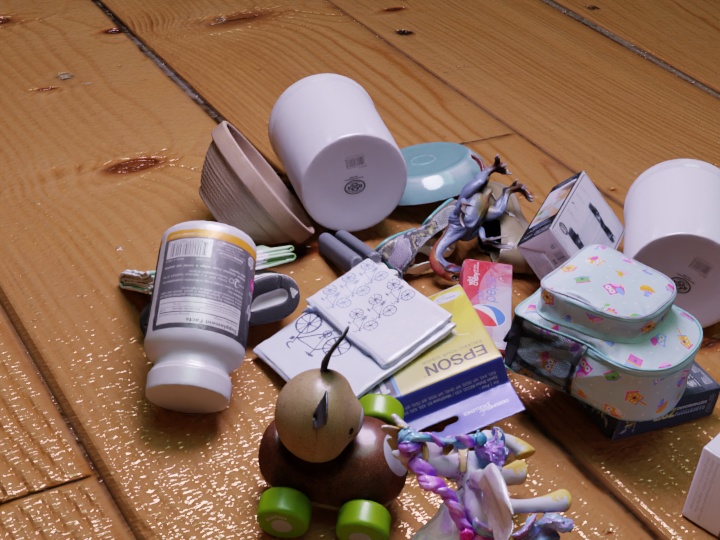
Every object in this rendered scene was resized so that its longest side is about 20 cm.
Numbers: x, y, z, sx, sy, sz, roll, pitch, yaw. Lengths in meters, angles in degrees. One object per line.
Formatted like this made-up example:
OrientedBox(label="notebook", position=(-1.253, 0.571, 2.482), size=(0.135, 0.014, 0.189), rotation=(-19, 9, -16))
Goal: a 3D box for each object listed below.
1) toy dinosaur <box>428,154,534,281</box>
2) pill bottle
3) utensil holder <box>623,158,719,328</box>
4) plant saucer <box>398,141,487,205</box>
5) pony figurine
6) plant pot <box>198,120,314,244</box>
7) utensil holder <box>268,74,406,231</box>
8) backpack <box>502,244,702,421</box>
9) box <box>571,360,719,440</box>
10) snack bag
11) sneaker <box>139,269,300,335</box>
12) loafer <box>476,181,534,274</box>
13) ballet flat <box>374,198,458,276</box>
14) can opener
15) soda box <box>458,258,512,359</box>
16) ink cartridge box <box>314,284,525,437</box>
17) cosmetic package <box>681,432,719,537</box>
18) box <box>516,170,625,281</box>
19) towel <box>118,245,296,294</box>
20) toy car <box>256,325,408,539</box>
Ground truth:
OrientedBox(label="toy dinosaur", position=(0.158, -0.066, 1.621), size=(0.181, 0.105, 0.200), rotation=(-43, 16, -4))
OrientedBox(label="pill bottle", position=(-0.185, 0.054, 1.313), size=(0.116, 0.116, 0.201), rotation=(6, 64, -3))
OrientedBox(label="utensil holder", position=(0.449, -0.035, 1.601), size=(0.169, 0.170, 0.200), rotation=(13, 36, 8))
OrientedBox(label="plant saucer", position=(0.099, -0.158, 1.783), size=(0.199, 0.036, 0.200), rotation=(-10, 24, 4))
OrientedBox(label="pony figurine", position=(0.117, 0.233, 1.132), size=(0.200, 0.167, 0.193), rotation=(17, 39, -32))
OrientedBox(label="plant pot", position=(-0.161, -0.104, 1.610), size=(0.093, 0.201, 0.201), rotation=(-38, 38, 6))
OrientedBox(label="utensil holder", position=(-0.034, -0.172, 1.693), size=(0.169, 0.170, 0.200), rotation=(-3, 33, -16))
OrientedBox(label="backpack", position=(0.291, 0.074, 1.326), size=(0.200, 0.154, 0.176), rotation=(34, 39, 23))
OrientedBox(label="box", position=(0.325, 0.118, 1.440), size=(0.157, 0.051, 0.200), rotation=(-9, 37, -25))
OrientedBox(label="snack bag", position=(-0.015, 0.077, 1.368), size=(0.200, 0.021, 0.188), rotation=(-35, 39, -16))
OrientedBox(label="sneaker", position=(-0.177, 0.046, 1.454), size=(0.200, 0.076, 0.115), rotation=(-12, 7, -6))
OrientedBox(label="loafer", position=(0.200, -0.068, 1.681), size=(0.067, 0.076, 0.200), rotation=(1, 32, -22))
OrientedBox(label="ballet flat", position=(0.095, -0.039, 1.639), size=(0.072, 0.072, 0.200), rotation=(26, 37, 27))
OrientedBox(label="can opener", position=(0.000, 0.000, 1.558), size=(0.052, 0.067, 0.200), rotation=(-9, 28, -25))
OrientedBox(label="soda box", position=(0.158, 0.064, 1.478), size=(0.070, 0.064, 0.200), rotation=(9, 33, 2))
OrientedBox(label="ink cartridge box", position=(0.062, 0.120, 1.329), size=(0.197, 0.047, 0.200), rotation=(-22, 35, -4))
OrientedBox(label="cosmetic package", position=(0.445, 0.208, 1.279), size=(0.074, 0.102, 0.200), rotation=(31, 38, 33))
OrientedBox(label="box", position=(0.303, -0.046, 1.629), size=(0.117, 0.060, 0.200), rotation=(52, 37, -10))
OrientedBox(label="towel", position=(-0.200, -0.008, 1.485), size=(0.199, 0.031, 0.149), rotation=(-14, 9, -26))
OrientedBox(label="toy car", position=(-0.023, 0.152, 1.146), size=(0.157, 0.200, 0.165), rotation=(8, 47, 2))
